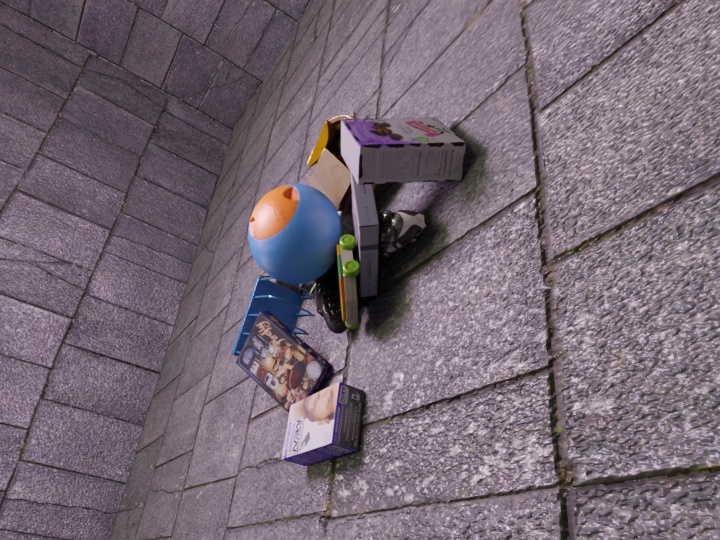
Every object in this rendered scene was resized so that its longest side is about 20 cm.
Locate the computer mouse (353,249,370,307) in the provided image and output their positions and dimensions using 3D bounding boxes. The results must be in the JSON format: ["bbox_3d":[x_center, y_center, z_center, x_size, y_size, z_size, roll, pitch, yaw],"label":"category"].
[{"bbox_3d":[0.000,0.000,1.151,0.059,0.033,0.203,-57,32,38],"label":"computer mouse"}]

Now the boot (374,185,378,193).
[{"bbox_3d":[0.033,-0.210,1.207,0.197,0.070,0.148,18,119,30],"label":"boot"}]

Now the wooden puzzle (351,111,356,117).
[{"bbox_3d":[-0.049,-0.307,1.480,0.201,0.045,0.189,-52,28,38],"label":"wooden puzzle"}]

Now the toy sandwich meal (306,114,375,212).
[{"bbox_3d":[-0.044,-0.233,1.167,0.201,0.070,0.211,18,118,35],"label":"toy sandwich meal"}]

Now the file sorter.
[{"bbox_3d":[-0.204,0.132,1.320,0.121,0.136,0.206,-7,62,56],"label":"file sorter"}]

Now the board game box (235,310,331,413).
[{"bbox_3d":[-0.171,0.204,1.166,0.198,0.034,0.138,35,104,22],"label":"board game box"}]

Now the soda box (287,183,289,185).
[{"bbox_3d":[-0.188,-0.129,1.437,0.063,0.067,0.205,-42,36,45],"label":"soda box"}]

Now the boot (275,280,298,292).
[{"bbox_3d":[-0.236,0.074,1.474,0.143,0.069,0.207,11,86,60],"label":"boot"}]

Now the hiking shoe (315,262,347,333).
[{"bbox_3d":[-0.058,0.073,1.165,0.203,0.073,0.103,-106,17,-48],"label":"hiking shoe"}]

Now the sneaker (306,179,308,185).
[{"bbox_3d":[-0.096,-0.142,1.401,0.080,0.086,0.207,-156,67,-64],"label":"sneaker"}]

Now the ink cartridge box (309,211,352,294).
[{"bbox_3d":[-0.077,-0.061,1.280,0.201,0.047,0.147,-52,13,28],"label":"ink cartridge box"}]

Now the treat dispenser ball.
[{"bbox_3d":[-0.134,-0.075,1.112,0.201,0.197,0.205,-43,34,39],"label":"treat dispenser ball"}]

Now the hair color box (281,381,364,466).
[{"bbox_3d":[-0.074,0.294,1.011,0.199,0.064,0.112,-35,39,46],"label":"hair color box"}]

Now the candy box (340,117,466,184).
[{"bbox_3d":[0.072,-0.224,0.984,0.169,0.194,0.073,-115,24,-57],"label":"candy box"}]

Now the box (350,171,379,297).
[{"bbox_3d":[0.008,-0.073,1.040,0.203,0.040,0.159,91,174,-50],"label":"box"}]

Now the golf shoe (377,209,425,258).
[{"bbox_3d":[0.074,-0.069,1.022,0.200,0.091,0.080,154,108,-85],"label":"golf shoe"}]

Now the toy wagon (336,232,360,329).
[{"bbox_3d":[-0.025,0.007,1.045,0.158,0.038,0.203,90,174,-45],"label":"toy wagon"}]

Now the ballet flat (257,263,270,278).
[{"bbox_3d":[-0.198,-0.014,1.338,0.197,0.067,0.077,7,118,45],"label":"ballet flat"}]
